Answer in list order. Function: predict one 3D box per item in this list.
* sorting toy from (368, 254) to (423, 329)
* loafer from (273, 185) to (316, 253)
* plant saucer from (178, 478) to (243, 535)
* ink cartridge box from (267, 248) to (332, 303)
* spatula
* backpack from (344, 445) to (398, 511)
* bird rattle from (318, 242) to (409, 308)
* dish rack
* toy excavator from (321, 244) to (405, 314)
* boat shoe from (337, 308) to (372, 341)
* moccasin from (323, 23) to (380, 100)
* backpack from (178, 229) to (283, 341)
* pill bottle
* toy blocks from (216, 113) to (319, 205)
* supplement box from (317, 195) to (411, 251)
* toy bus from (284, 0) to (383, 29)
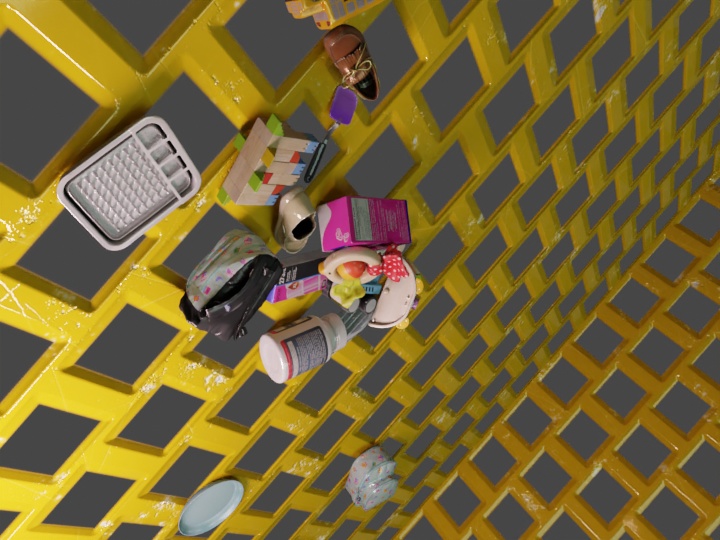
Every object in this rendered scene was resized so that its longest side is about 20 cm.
[{"bbox_3d":[0.122,0.068,1.664,0.205,0.105,0.179,-68,164,8],"label":"sorting toy"},{"bbox_3d":[-0.130,-0.087,1.243,0.075,0.069,0.201,-32,160,-20],"label":"loafer"},{"bbox_3d":[-0.416,0.648,1.692,0.197,0.027,0.204,-28,140,-26],"label":"plant saucer"},{"bbox_3d":[-0.155,0.015,1.374,0.196,0.037,0.097,-14,132,-36],"label":"ink cartridge box"},{"bbox_3d":[-0.065,-0.264,1.217,0.055,0.021,0.203,14,115,-38],"label":"spatula"},{"bbox_3d":[0.045,0.730,2.160,0.172,0.153,0.205,-13,126,-31],"label":"backpack"},{"bbox_3d":[0.000,0.000,1.332,0.196,0.116,0.161,-18,152,37],"label":"bird rattle"},{"bbox_3d":[-0.371,-0.145,0.984,0.199,0.043,0.173,-41,145,-12],"label":"dish rack"},{"bbox_3d":[0.021,-0.007,1.500,0.192,0.099,0.205,4,111,-50],"label":"toy excavator"},{"bbox_3d":[-0.049,0.158,1.605,0.199,0.072,0.062,-40,169,-6],"label":"boat shoe"},{"bbox_3d":[-0.010,-0.366,1.095,0.072,0.079,0.201,-26,162,6],"label":"moccasin"},{"bbox_3d":[-0.251,0.024,1.200,0.201,0.126,0.167,-49,156,1],"label":"backpack"},{"bbox_3d":[-0.133,0.178,1.473,0.196,0.119,0.122,-20,137,-33],"label":"pill bottle"},{"bbox_3d":[-0.162,-0.196,1.129,0.135,0.100,0.202,-6,139,-54],"label":"toy blocks"},{"bbox_3d":[0.011,-0.101,1.352,0.196,0.100,0.107,-1,82,-44],"label":"supplement box"},{"bbox_3d":[-0.027,-0.465,1.016,0.198,0.065,0.080,-35,123,-19],"label":"toy bus"}]
